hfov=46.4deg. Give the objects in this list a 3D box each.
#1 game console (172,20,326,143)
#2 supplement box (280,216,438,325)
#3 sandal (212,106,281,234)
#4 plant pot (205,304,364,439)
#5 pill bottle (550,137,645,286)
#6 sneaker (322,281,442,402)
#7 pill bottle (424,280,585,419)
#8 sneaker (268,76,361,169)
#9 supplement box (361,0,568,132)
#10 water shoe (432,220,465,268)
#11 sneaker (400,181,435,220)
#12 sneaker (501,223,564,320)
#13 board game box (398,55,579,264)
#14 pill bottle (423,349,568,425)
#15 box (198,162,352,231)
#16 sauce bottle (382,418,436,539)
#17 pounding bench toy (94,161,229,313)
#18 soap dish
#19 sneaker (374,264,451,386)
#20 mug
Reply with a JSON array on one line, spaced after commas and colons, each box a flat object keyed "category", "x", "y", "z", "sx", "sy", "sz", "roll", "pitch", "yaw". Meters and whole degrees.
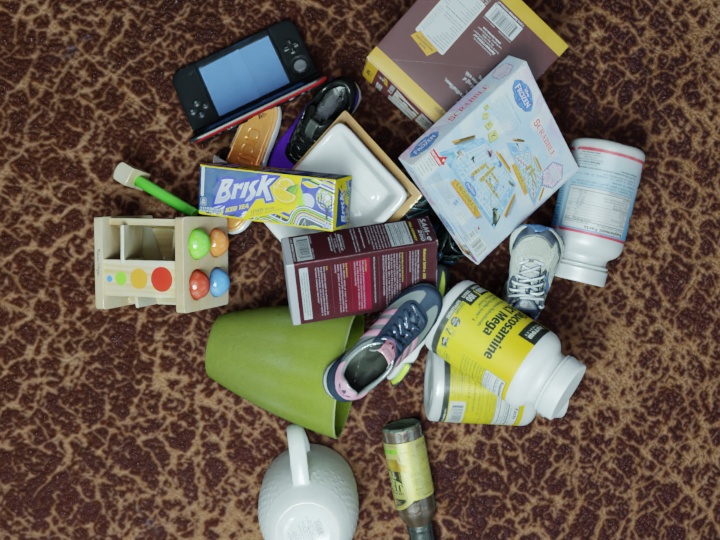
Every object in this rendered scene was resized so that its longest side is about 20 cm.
[{"category": "game console", "x": -0.159, "y": -0.264, "z": 1.153, "sx": 0.199, "sy": 0.119, "sz": 0.173, "roll": -25, "pitch": 74, "yaw": -1}, {"category": "supplement box", "x": 0.000, "y": 0.000, "z": 1.112, "sx": 0.199, "sy": 0.061, "sz": 0.109, "roll": -8, "pitch": 131, "yaw": -7}, {"category": "sandal", "x": -0.176, "y": -0.158, "z": 1.203, "sx": 0.079, "sy": 0.059, "sz": 0.208, "roll": 17, "pitch": 89, "yaw": 21}, {"category": "plant pot", "x": -0.110, "y": 0.125, "z": 1.187, "sx": 0.199, "sy": 0.187, "sz": 0.189, "roll": 10, "pitch": 94, "yaw": 8}, {"category": "pill bottle", "x": 0.336, "y": -0.083, "z": 1.216, "sx": 0.108, "sy": 0.109, "sz": 0.201, "roll": 13, "pitch": 94, "yaw": -3}, {"category": "sneaker", "x": 0.040, "y": 0.092, "z": 1.061, "sx": 0.070, "sy": 0.082, "sz": 0.200, "roll": 46, "pitch": 76, "yaw": -8}, {"category": "pill bottle", "x": 0.194, "y": 0.108, "z": 1.128, "sx": 0.199, "sy": 0.112, "sz": 0.113, "roll": 33, "pitch": 92, "yaw": 23}, {"category": "sneaker", "x": -0.072, "y": -0.194, "z": 1.192, "sx": 0.069, "sy": 0.100, "sz": 0.201, "roll": 34, "pitch": 95, "yaw": -4}, {"category": "supplement box", "x": 0.140, "y": -0.294, "z": 1.180, "sx": 0.197, "sy": 0.133, "sz": 0.200, "roll": 42, "pitch": 91, "yaw": -5}, {"category": "water shoe", "x": 0.113, "y": -0.035, "z": 1.224, "sx": 0.200, "sy": 0.079, "sz": 0.072, "roll": -38, "pitch": 94, "yaw": 1}, {"category": "sneaker", "x": 0.078, "y": -0.094, "z": 1.221, "sx": 0.199, "sy": 0.075, "sz": 0.080, "roll": -6, "pitch": 85, "yaw": 8}, {"category": "sneaker", "x": 0.238, "y": 0.020, "z": 1.174, "sx": 0.077, "sy": 0.201, "sz": 0.086, "roll": 8, "pitch": 50, "yaw": 10}, {"category": "board game box", "x": 0.176, "y": -0.143, "z": 1.120, "sx": 0.199, "sy": 0.041, "sz": 0.200, "roll": -42, "pitch": 128, "yaw": -4}, {"category": "pill bottle", "x": 0.197, "y": 0.169, "z": 1.227, "sx": 0.198, "sy": 0.111, "sz": 0.112, "roll": 4, "pitch": 94, "yaw": -4}, {"category": "box", "x": -0.115, "y": -0.101, "z": 1.119, "sx": 0.199, "sy": 0.064, "sz": 0.071, "roll": 9, "pitch": 102, "yaw": 20}, {"category": "sauce bottle", "x": 0.079, "y": 0.326, "z": 1.255, "sx": 0.064, "sy": 0.065, "sz": 0.201, "roll": -11, "pitch": 93, "yaw": -2}, {"category": "pounding bench toy", "x": -0.265, "y": -0.049, "z": 1.160, "sx": 0.155, "sy": 0.124, "sz": 0.202, "roll": 1, "pitch": 94, "yaw": 19}, {"category": "soap dish", "x": -0.028, "y": -0.094, "z": 1.166, "sx": 0.157, "sy": 0.081, "sz": 0.200, "roll": 48, "pitch": 112, "yaw": 6}, {"category": "sneaker", "x": 0.066, "y": 0.073, "z": 1.215, "sx": 0.081, "sy": 0.074, "sz": 0.201, "roll": 29, "pitch": 112, "yaw": 3}, {"category": "mug", "x": -0.078, "y": 0.316, "z": 1.192, "sx": 0.147, "sy": 0.175, "sz": 0.201, "roll": -9, "pitch": 94, "yaw": -2}]
